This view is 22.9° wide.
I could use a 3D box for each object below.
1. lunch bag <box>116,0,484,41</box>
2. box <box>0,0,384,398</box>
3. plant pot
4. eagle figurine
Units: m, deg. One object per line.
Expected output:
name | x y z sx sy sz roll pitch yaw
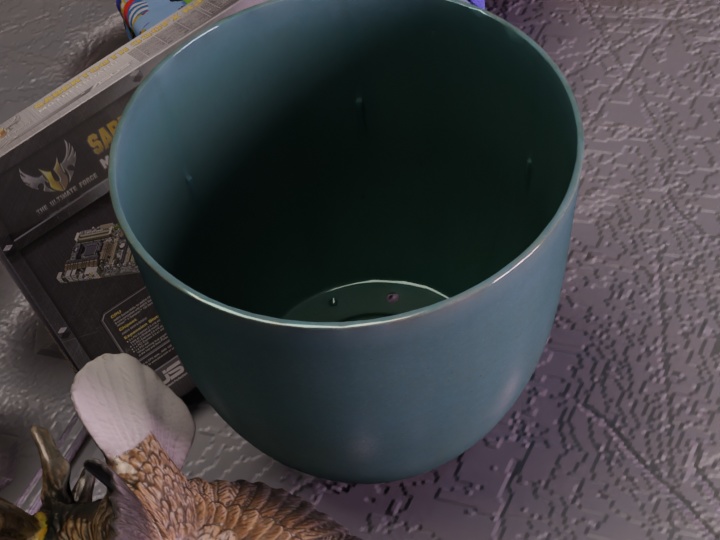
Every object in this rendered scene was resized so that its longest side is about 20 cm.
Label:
lunch bag | -0.018 -0.121 1.002 0.199 0.095 0.151 -20 33 -13
box | -0.081 -0.038 0.886 0.199 0.159 0.048 -35 24 -10
plant pot | 0.000 0.000 0.798 0.199 0.162 0.202 -3 48 4
eagle figurine | -0.074 0.136 0.748 0.199 0.152 0.152 9 41 44
